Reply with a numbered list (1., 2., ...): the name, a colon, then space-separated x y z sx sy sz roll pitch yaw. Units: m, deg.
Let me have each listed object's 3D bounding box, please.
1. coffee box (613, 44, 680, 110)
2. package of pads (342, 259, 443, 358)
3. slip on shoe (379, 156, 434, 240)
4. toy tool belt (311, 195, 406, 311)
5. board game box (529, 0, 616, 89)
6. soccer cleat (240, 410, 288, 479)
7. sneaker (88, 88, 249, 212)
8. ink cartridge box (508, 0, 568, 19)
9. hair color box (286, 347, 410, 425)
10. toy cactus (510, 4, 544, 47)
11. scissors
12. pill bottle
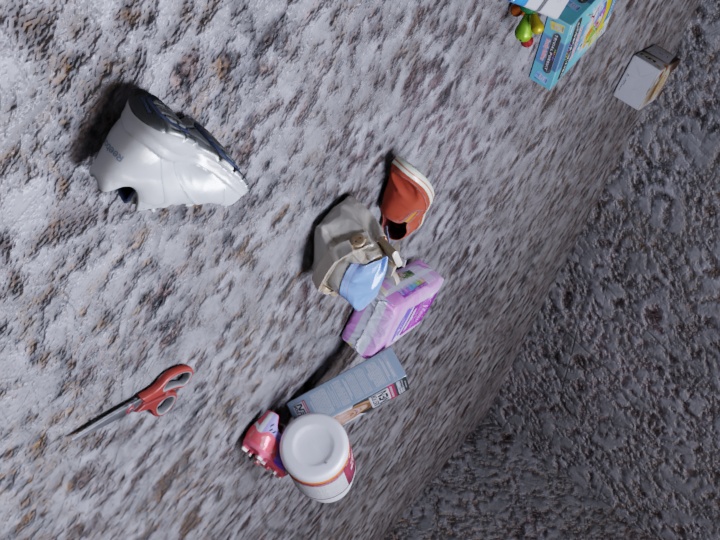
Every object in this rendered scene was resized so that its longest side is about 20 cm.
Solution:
1. coffee box: 0.722 -0.489 2.572 0.200 0.079 0.115 -33 152 -53
2. package of pads: 0.056 0.065 1.763 0.200 0.076 0.121 -27 151 -58
3. slip on shoe: 0.062 -0.100 1.482 0.061 0.074 0.200 -47 166 -17
4. toy tool belt: 0.000 0.000 1.398 0.125 0.123 0.201 -47 162 -25
5. board game box: 0.380 -0.431 1.779 0.200 0.047 0.151 -47 161 -28
6. soccer cleat: -0.140 0.285 1.656 0.077 0.066 0.200 -56 161 -14
7. sneaker: -0.166 -0.090 0.887 0.087 0.075 0.200 -45 158 7
8. ink cartridge box: 0.156 -0.352 1.123 0.085 0.146 0.200 -62 162 18
9. hair color box: -0.018 0.212 1.726 0.199 0.061 0.099 -28 160 -3
10. toy cactus: 0.268 -0.416 1.443 0.200 0.102 0.165 -52 156 18
11. scissors: -0.254 0.147 1.162 0.073 0.014 0.200 -57 163 13
12. pill bottle: -0.064 0.308 1.648 0.110 0.109 0.200 -50 161 -16
